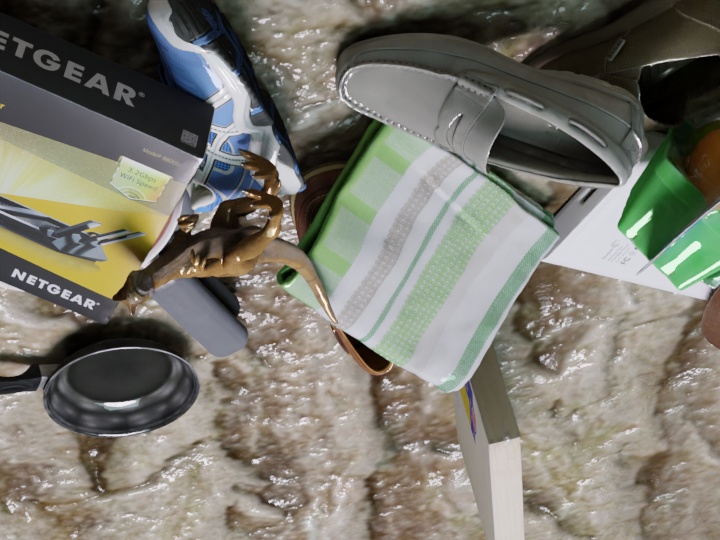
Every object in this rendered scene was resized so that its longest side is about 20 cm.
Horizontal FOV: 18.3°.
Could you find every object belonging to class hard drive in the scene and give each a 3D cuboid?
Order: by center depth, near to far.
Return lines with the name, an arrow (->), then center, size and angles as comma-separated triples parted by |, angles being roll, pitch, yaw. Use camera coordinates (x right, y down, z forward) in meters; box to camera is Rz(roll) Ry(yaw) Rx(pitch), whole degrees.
hard drive -> 0.244, -0.035, 1.628 | 0.200, 0.027, 0.132 | 13, 136, -32

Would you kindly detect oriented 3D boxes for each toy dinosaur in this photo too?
toy dinosaur -> -0.074, -0.016, 1.386 | 0.200, 0.060, 0.106 | -5, 137, -46

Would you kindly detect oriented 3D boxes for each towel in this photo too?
towel -> 0.044, -0.011, 1.521 | 0.200, 0.031, 0.149 | 33, 87, -46

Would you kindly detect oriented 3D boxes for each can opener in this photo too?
can opener -> -0.122, -0.006, 1.513 | 0.066, 0.053, 0.200 | -22, 144, 9

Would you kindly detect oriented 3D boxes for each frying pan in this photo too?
frying pan -> -0.211, 0.089, 1.629 | 0.189, 0.031, 0.115 | -7, 144, -4

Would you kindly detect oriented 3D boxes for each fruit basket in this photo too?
fruit basket -> 0.264, -0.077, 1.450 | 0.200, 0.185, 0.094 | -38, 95, 18

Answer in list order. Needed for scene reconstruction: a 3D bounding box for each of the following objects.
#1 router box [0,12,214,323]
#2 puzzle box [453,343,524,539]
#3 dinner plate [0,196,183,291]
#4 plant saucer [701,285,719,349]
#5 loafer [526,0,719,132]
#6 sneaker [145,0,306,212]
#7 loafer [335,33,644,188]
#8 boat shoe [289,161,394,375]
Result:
router box -> -0.209, -0.069, 1.338 | 0.199, 0.052, 0.157 | 23, 131, -13
puzzle box -> 0.096, 0.127, 1.703 | 0.025, 0.133, 0.200 | -12, 145, -3
dinner plate -> -0.207, -0.067, 1.390 | 0.199, 0.024, 0.201 | 3, 133, 4
plant saucer -> 0.355, 0.014, 1.696 | 0.200, 0.035, 0.200 | -19, 151, -11
loafer -> 0.169, -0.119, 1.452 | 0.200, 0.068, 0.076 | -35, 140, 25
sneaker -> -0.095, -0.097, 1.381 | 0.077, 0.076, 0.200 | -22, 143, 3
loafer -> 0.079, -0.098, 1.404 | 0.199, 0.070, 0.070 | 12, 137, 6
boat shoe -> 0.000, 0.000, 1.553 | 0.072, 0.068, 0.200 | -15, 144, 1
